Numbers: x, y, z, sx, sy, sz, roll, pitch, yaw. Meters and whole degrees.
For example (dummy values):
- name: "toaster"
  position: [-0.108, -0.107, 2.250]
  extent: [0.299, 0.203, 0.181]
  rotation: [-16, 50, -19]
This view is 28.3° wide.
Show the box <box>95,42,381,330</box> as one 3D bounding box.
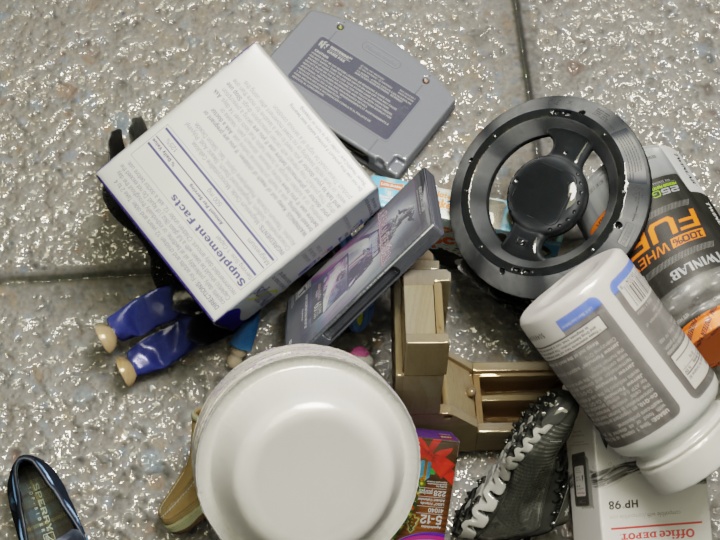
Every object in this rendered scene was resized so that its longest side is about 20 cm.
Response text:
- name: "box"
  position: [-0.112, -0.076, 1.365]
  extent: [0.200, 0.105, 0.184]
  rotation: [-39, 83, -2]

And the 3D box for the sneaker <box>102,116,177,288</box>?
- name: "sneaker"
  position: [-0.204, -0.057, 1.486]
  extent: [0.060, 0.104, 0.200]
  rotation: [-28, 104, 21]

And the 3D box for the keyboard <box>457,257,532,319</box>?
- name: "keyboard"
  position: [0.186, 0.042, 1.413]
  extent: [0.200, 0.104, 0.040]
  rotation: [37, 99, 2]

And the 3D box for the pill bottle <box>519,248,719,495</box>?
- name: "pill bottle"
  position: [0.242, 0.091, 1.260]
  extent: [0.114, 0.114, 0.200]
  rotation: [-38, 93, -16]

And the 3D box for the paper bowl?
- name: "paper bowl"
  position: [-0.046, 0.170, 1.253]
  extent: [0.200, 0.104, 0.202]
  rotation: [-1, 96, -10]

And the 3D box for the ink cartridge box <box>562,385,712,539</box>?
- name: "ink cartridge box"
  position: [0.261, 0.202, 1.342]
  extent: [0.115, 0.067, 0.201]
  rotation: [-2, 82, -17]

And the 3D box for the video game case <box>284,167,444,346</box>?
- name: "video game case"
  position: [0.000, 0.000, 1.354]
  extent: [0.019, 0.143, 0.200]
  rotation: [39, 108, -17]

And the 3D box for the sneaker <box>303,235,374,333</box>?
- name: "sneaker"
  position: [-0.046, -0.019, 1.484]
  extent: [0.083, 0.071, 0.200]
  rotation: [-31, 71, 11]

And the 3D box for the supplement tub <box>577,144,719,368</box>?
- name: "supplement tub"
  position: [0.295, -0.010, 1.360]
  extent: [0.122, 0.123, 0.200]
  rotation: [-21, 60, -10]

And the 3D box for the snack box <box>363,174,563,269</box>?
- name: "snack box"
  position: [0.103, -0.039, 1.459]
  extent: [0.199, 0.116, 0.037]
  rotation: [11, 66, 5]

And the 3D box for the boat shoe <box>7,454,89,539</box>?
- name: "boat shoe"
  position: [-0.292, 0.267, 1.343]
  extent: [0.084, 0.069, 0.200]
  rotation: [-29, 70, -13]

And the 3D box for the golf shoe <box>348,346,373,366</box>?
- name: "golf shoe"
  position: [-0.035, 0.169, 1.396]
  extent: [0.091, 0.075, 0.200]
  rotation: [33, 77, 4]

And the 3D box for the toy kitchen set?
- name: "toy kitchen set"
  position: [0.119, 0.054, 1.375]
  extent: [0.180, 0.200, 0.164]
  rotation: [-1, 55, -1]

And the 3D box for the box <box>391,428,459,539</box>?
- name: "box"
  position: [-0.015, 0.211, 1.335]
  extent: [0.199, 0.039, 0.137]
  rotation: [7, 97, -10]

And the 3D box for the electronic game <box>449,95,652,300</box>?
- name: "electronic game"
  position: [0.178, -0.070, 1.355]
  extent: [0.199, 0.042, 0.201]
  rotation: [-8, 73, 25]

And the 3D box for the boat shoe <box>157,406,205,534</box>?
- name: "boat shoe"
  position: [-0.134, 0.159, 1.362]
  extent: [0.076, 0.072, 0.200]
  rotation: [40, 92, -20]

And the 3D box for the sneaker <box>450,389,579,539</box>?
- name: "sneaker"
  position: [0.167, 0.194, 1.336]
  extent: [0.090, 0.200, 0.067]
  rotation: [29, 32, -1]

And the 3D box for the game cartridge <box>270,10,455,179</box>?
- name: "game cartridge"
  position: [-0.003, -0.199, 1.575]
  extent: [0.200, 0.041, 0.133]
  rotation: [34, 73, 13]

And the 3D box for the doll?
- name: "doll"
  position: [-0.158, 0.043, 1.434]
  extent: [0.200, 0.048, 0.137]
  rotation: [-28, 103, 0]
